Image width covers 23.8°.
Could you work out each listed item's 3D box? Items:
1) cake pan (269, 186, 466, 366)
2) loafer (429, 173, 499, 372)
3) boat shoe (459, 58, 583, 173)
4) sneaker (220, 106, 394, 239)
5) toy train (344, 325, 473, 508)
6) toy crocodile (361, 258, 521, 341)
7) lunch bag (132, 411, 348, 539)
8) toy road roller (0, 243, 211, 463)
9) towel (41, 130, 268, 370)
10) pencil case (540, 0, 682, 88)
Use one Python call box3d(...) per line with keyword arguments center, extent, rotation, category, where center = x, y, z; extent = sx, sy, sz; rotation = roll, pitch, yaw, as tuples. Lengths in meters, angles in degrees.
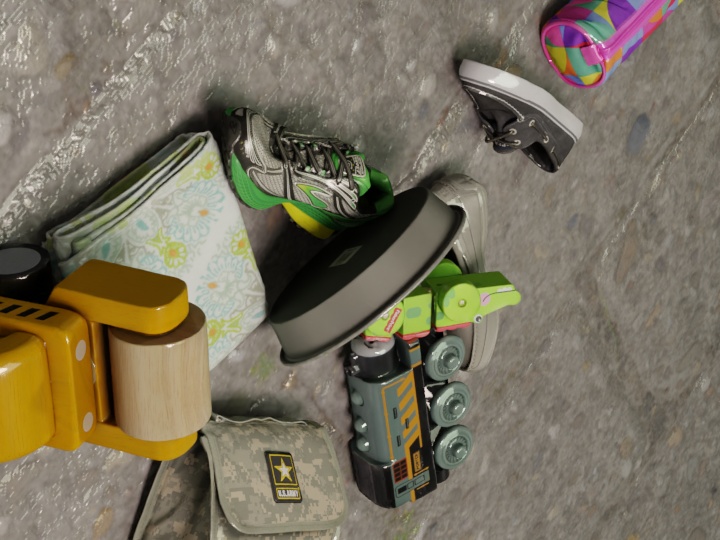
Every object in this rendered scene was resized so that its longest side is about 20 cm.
box3d(center=(0.000, 0.000, 1.427), extent=(0.037, 0.200, 0.200), rotation=(50, 65, -13), category="cake pan")
box3d(center=(0.086, 0.008, 1.615), extent=(0.069, 0.070, 0.202), rotation=(-25, 118, -34), category="loafer")
box3d(center=(0.146, -0.140, 1.614), extent=(0.200, 0.069, 0.067), rotation=(24, 88, -59), category="boat shoe")
box3d(center=(-0.043, -0.088, 1.386), extent=(0.199, 0.084, 0.079), rotation=(23, 57, -55), category="sneaker")
box3d(center=(0.041, 0.129, 1.611), extent=(0.113, 0.085, 0.202), rotation=(-26, 126, -27), category="toy train")
box3d(center=(0.048, 0.034, 1.532), extent=(0.198, 0.068, 0.062), rotation=(-9, 113, -20), category="toy crocodile")
box3d(center=(-0.101, 0.221, 1.461), extent=(0.163, 0.117, 0.202), rotation=(7, 96, -50), category="lunch bag")
box3d(center=(-0.214, 0.075, 1.195), extent=(0.146, 0.198, 0.124), rotation=(-49, 143, -55), category="toy road roller")
box3d(center=(-0.155, 0.010, 1.349), extent=(0.171, 0.048, 0.202), rotation=(-40, 134, -29), category="towel")
box3d(center=(0.262, -0.263, 1.671), extent=(0.200, 0.088, 0.089), rotation=(-45, 136, -24), category="pencil case")
